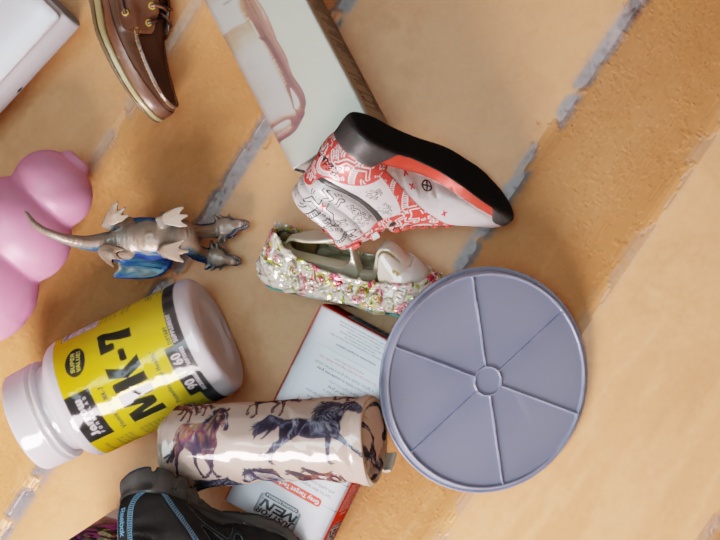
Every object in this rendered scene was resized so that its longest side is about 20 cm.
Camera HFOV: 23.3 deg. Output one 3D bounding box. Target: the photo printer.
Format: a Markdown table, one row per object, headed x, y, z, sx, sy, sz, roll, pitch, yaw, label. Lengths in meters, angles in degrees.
| x | y | z | sx | sy | sz | roll | pitch | yaw | label |
| --- | --- | --- | --- | --- | --- | --- | --- | --- | --- |
| -0.388 | -0.218 | 1.657 | 0.200 | 0.069 | 0.166 | -45 | 82 | 7 | photo printer |

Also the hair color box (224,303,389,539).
| x | y | z | sx | sy | sz | roll | pitch | yaw | label |
| --- | --- | --- | --- | --- | --- | --- | --- | --- | --- |
| -0.032 | 0.141 | 1.590 | 0.101 | 0.061 | 0.201 | 28 | 93 | 11 | hair color box |

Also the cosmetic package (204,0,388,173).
| x | y | z | sx | sy | sz | roll | pitch | yaw | label |
| --- | --- | --- | --- | --- | --- | --- | --- | --- | --- |
| -0.060 | -0.194 | 1.580 | 0.087 | 0.103 | 0.201 | -29 | 82 | 9 | cosmetic package |

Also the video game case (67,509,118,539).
| x | y | z | sx | sy | sz | roll | pitch | yaw | label |
| --- | --- | --- | --- | --- | --- | --- | --- | --- | --- |
| -0.176 | 0.277 | 1.544 | 0.180 | 0.200 | 0.036 | 18 | 99 | 11 | video game case |

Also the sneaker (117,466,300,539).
| x | y | z | sx | sy | sz | roll | pitch | yaw | label |
| --- | --- | --- | --- | --- | --- | --- | --- | --- | --- |
| -0.131 | 0.246 | 1.525 | 0.073 | 0.199 | 0.082 | -35 | 38 | 42 | sneaker |

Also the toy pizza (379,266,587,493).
| x | y | z | sx | sy | sz | roll | pitch | yaw | label |
| --- | --- | --- | --- | --- | --- | --- | --- | --- | --- |
| 0.108 | 0.096 | 1.551 | 0.199 | 0.032 | 0.201 | -1 | 94 | -19 | toy pizza |

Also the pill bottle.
| x | y | z | sx | sy | sz | roll | pitch | yaw | label |
| --- | --- | --- | --- | --- | --- | --- | --- | --- | --- |
| -0.218 | 0.098 | 1.599 | 0.199 | 0.114 | 0.115 | -26 | 85 | 9 | pill bottle |

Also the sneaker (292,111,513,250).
| x | y | z | sx | sy | sz | roll | pitch | yaw | label |
| --- | --- | --- | --- | --- | --- | --- | --- | --- | --- |
| 0.034 | -0.060 | 1.548 | 0.108 | 0.201 | 0.067 | -49 | 40 | 24 | sneaker |

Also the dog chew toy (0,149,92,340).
| x | y | z | sx | sy | sz | roll | pitch | yaw | label |
| --- | --- | --- | --- | --- | --- | --- | --- | --- | --- |
| -0.326 | -0.028 | 1.622 | 0.124 | 0.125 | 0.200 | 41 | 88 | 8 | dog chew toy |

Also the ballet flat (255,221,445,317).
| x | y | z | sx | sy | sz | roll | pitch | yaw | label |
| --- | --- | --- | --- | --- | --- | --- | --- | --- | --- |
| 0.000 | 0.000 | 1.576 | 0.199 | 0.076 | 0.064 | 10 | 119 | 10 | ballet flat |

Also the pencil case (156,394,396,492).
| x | y | z | sx | sy | sz | roll | pitch | yaw | label |
| --- | --- | --- | --- | --- | --- | --- | --- | --- | --- |
| -0.073 | 0.154 | 1.529 | 0.199 | 0.090 | 0.078 | -4 | 59 | 12 | pencil case |

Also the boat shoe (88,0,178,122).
| x | y | z | sx | sy | sz | roll | pitch | yaw | label |
| --- | --- | --- | --- | --- | --- | --- | --- | --- | --- |
| -0.210 | -0.237 | 1.623 | 0.067 | 0.072 | 0.201 | -23 | 83 | 11 | boat shoe |

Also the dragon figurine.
| x | y | z | sx | sy | sz | roll | pitch | yaw | label |
| --- | --- | --- | --- | --- | --- | --- | --- | --- | --- |
| -0.201 | -0.025 | 1.596 | 0.199 | 0.099 | 0.059 | -3 | 81 | -1 | dragon figurine |
